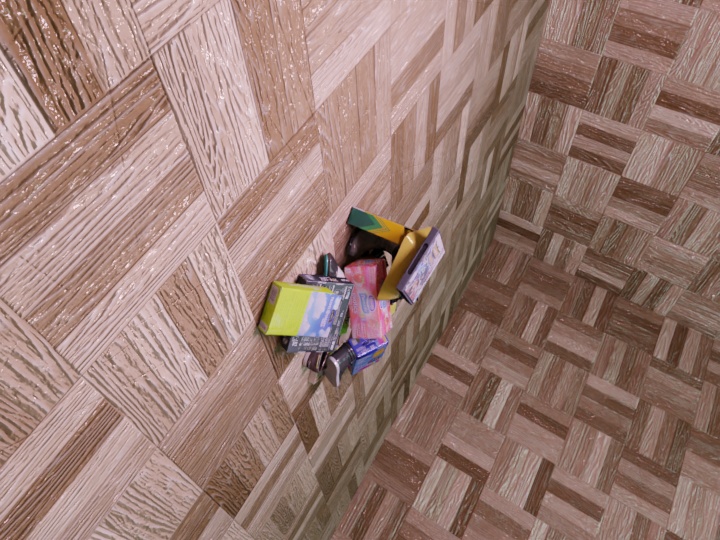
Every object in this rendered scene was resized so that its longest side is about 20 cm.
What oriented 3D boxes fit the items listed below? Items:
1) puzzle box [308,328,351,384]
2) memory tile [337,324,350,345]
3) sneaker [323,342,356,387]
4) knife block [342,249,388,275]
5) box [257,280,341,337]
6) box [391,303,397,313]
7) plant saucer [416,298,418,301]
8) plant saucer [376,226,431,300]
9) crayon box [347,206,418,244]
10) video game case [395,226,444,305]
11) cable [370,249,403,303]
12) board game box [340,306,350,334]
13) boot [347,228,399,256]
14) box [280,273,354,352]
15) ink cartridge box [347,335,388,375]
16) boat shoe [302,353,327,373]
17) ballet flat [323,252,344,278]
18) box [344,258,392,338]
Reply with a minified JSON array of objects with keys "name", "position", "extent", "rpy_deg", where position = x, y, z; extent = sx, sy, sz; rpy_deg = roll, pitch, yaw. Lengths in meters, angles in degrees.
[{"name":"puzzle box","position":[-0.099,0.277,1.826],"extent":[0.199,0.025,0.137],"rpy_deg":[-29,139,-60]},{"name":"memory tile","position":[-0.039,0.132,1.760],"extent":[0.153,0.016,0.207],"rpy_deg":[-22,126,-79]},{"name":"sneaker","position":[-0.060,0.302,1.762],"extent":[0.098,0.071,0.202],"rpy_deg":[-37,159,-26]},{"name":"knife block","position":[0.000,0.000,1.692],"extent":[0.195,0.066,0.175],"rpy_deg":[-26,-166,-11]},{"name":"box","position":[-0.145,0.098,1.351],"extent":[0.196,0.047,0.126],"rpy_deg":[10,106,-46]},{"name":"box","position":[0.066,0.158,2.054],"extent":[0.199,0.073,0.052],"rpy_deg":[-35,138,-55]},{"name":"plant saucer","position":[0.157,-0.006,1.717],"extent":[0.200,0.034,0.209],"rpy_deg":[-5,90,-84]},{"name":"plant saucer","position":[0.138,-0.011,1.517],"extent":[0.199,0.048,0.205],"rpy_deg":[-20,137,-62]},{"name":"crayon box","position":[0.074,-0.118,1.555],"extent":[0.125,0.195,0.053],"rpy_deg":[3,108,-69]},{"name":"video game case","position":[0.165,-0.006,1.480],"extent":[0.184,0.025,0.200],"rpy_deg":[-58,162,-4]},{"name":"cable","position":[0.084,0.007,1.797],"extent":[0.050,0.207,0.162],"rpy_deg":[-9,169,-37]},{"name":"board game box","position":[-0.116,0.154,1.531],"extent":[0.195,0.030,0.098],"rpy_deg":[-15,131,-35]},{"name":"boot","position":[0.053,-0.082,1.651],"extent":[0.199,0.128,0.070],"rpy_deg":[-39,149,-52]},{"name":"box","position":[-0.113,0.116,1.456],"extent":[0.156,0.043,0.206],"rpy_deg":[4,110,-39]},{"name":"ink cartridge box","position":[0.019,0.274,1.941],"extent":[0.133,0.077,0.202],"rpy_deg":[-23,154,-21]},{"name":"boat shoe","position":[-0.105,0.211,1.680],"extent":[0.204,0.058,0.072],"rpy_deg":[-62,160,-11]},{"name":"ballet flat","position":[-0.080,0.036,1.524],"extent":[0.069,0.066,0.205],"rpy_deg":[-104,-158,-49]},{"name":"box","position":[0.023,0.078,1.548],"extent":[0.102,0.091,0.208],"rpy_deg":[-28,114,-64]}]
